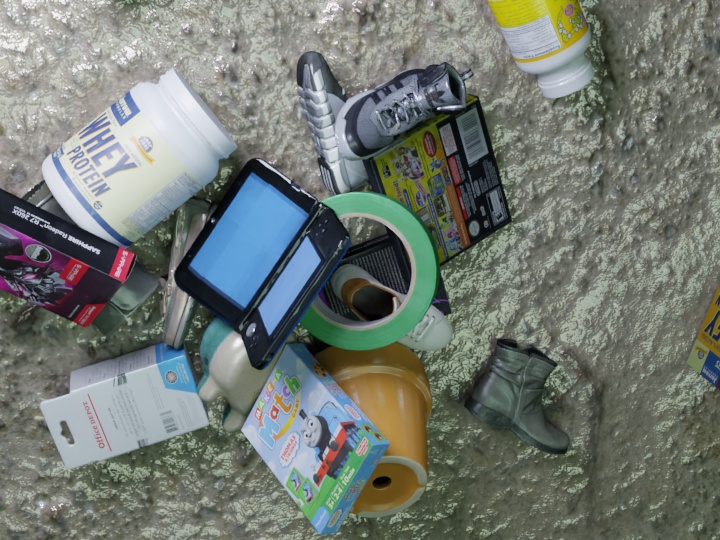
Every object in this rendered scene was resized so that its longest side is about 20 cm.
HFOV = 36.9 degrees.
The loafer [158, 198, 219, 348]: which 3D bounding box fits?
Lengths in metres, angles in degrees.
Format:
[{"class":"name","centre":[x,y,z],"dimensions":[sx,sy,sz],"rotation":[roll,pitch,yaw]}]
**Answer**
[{"class":"loafer","centre":[-0.235,0.001,1.420],"dimensions":[0.063,0.072,0.200],"rotation":[18,100,-2]}]

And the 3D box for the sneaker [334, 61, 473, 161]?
[{"class":"sneaker","centre":[0.058,-0.204,1.336],"dimensions":[0.200,0.114,0.076],"rotation":[-41,112,-38]}]

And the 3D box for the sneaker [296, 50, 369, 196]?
[{"class":"sneaker","centre":[-0.009,-0.201,1.396],"dimensions":[0.115,0.075,0.200],"rotation":[-21,122,-14]}]

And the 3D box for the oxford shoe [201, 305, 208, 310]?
[{"class":"oxford shoe","centre":[-0.138,-0.022,1.432],"dimensions":[0.200,0.071,0.071],"rotation":[-38,112,-10]}]

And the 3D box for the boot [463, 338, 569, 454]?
[{"class":"boot","centre":[0.263,0.190,1.624],"dimensions":[0.200,0.068,0.131],"rotation":[27,97,-24]}]

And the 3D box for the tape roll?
[{"class":"tape roll","centre":[0.000,0.000,1.376],"dimensions":[0.200,0.048,0.201],"rotation":[1,95,9]}]

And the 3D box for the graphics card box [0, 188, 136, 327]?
[{"class":"graphics card box","centre":[-0.381,-0.017,1.266],"dimensions":[0.200,0.051,0.125],"rotation":[29,138,-20]}]

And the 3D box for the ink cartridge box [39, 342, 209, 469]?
[{"class":"ink cartridge box","centre":[-0.317,0.179,1.460],"dimensions":[0.200,0.067,0.116],"rotation":[-17,115,-5]}]

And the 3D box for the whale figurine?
[{"class":"whale figurine","centre":[-0.161,0.130,1.478],"dimensions":[0.159,0.104,0.200],"rotation":[-24,142,-30]}]

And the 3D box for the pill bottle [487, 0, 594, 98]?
[{"class":"pill bottle","centre":[0.230,-0.325,1.383],"dimensions":[0.104,0.104,0.200],"rotation":[-31,116,-1]}]

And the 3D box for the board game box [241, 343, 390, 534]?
[{"class":"board game box","centre":[-0.063,0.215,1.396],"dimensions":[0.037,0.200,0.151],"rotation":[5,121,-45]}]

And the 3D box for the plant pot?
[{"class":"plant pot","centre":[0.012,0.227,1.475],"dimensions":[0.200,0.183,0.200],"rotation":[-7,131,-8]}]

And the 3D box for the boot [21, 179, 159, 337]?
[{"class":"boot","centre":[-0.385,0.008,1.369],"dimensions":[0.182,0.073,0.200],"rotation":[-39,114,3]}]

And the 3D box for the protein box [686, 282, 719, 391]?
[{"class":"protein box","centre":[0.646,0.097,1.645],"dimensions":[0.198,0.135,0.200],"rotation":[12,107,-19]}]

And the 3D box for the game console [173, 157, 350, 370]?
[{"class":"game console","centre":[-0.125,-0.011,1.316],"dimensions":[0.118,0.171,0.200],"rotation":[30,101,-23]}]

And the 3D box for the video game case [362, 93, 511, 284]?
[{"class":"video game case","centre":[0.107,-0.108,1.447],"dimensions":[0.181,0.025,0.200],"rotation":[-32,123,-19]}]

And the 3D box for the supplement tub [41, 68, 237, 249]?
[{"class":"supplement tub","centre":[-0.265,-0.134,1.307],"dimensions":[0.200,0.145,0.145],"rotation":[-38,116,2]}]

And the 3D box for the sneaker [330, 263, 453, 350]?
[{"class":"sneaker","centre":[0.050,0.067,1.467],"dimensions":[0.200,0.085,0.073],"rotation":[28,101,-25]}]

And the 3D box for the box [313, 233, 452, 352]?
[{"class":"box","centre":[0.017,0.030,1.508],"dimensions":[0.200,0.036,0.143],"rotation":[-20,116,-5]}]
